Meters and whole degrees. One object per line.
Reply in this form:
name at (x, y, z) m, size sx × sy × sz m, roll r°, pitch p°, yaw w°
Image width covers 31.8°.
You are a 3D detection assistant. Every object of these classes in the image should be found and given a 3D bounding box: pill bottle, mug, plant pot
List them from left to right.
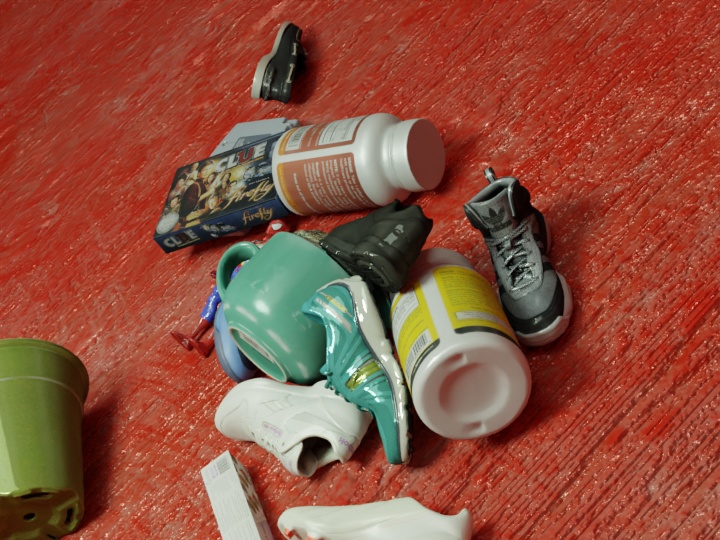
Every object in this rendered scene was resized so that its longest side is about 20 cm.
plant pot at (-0.397, 0.216, 1.469) m, size 0.199 × 0.200 × 0.191 m, roll -32°, pitch 50°, yaw 8°
mug at (-0.082, 0.050, 1.384) m, size 0.115 × 0.152 × 0.185 m, roll -48°, pitch 22°, yaw -19°
pill bottle at (-0.001, -0.130, 1.539) m, size 0.199 × 0.112 × 0.113 m, roll -4°, pitch 48°, yaw 37°
pill bottle at (0.091, 0.065, 1.245) m, size 0.114 × 0.115 × 0.200 m, roll -31°, pitch 29°, yaw 9°

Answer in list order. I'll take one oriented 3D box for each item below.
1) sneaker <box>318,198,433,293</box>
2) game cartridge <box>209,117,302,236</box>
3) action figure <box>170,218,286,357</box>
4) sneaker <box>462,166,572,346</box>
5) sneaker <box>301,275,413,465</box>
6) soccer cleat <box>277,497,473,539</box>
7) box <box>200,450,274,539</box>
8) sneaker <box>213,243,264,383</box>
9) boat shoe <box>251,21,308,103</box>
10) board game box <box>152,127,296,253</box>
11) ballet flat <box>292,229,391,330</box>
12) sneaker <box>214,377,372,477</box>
sneaker at (0.022, -0.029, 1.309) m, size 0.091 × 0.076 × 0.200 m, roll -50°, pitch 19°, yaw -10°
game cartridge at (-0.170, -0.126, 1.743) m, size 0.133 × 0.042 × 0.201 m, roll -5°, pitch 48°, yaw 42°
action figure at (-0.155, 0.013, 1.574) m, size 0.065 × 0.052 × 0.200 m, roll 11°, pitch 56°, yaw 50°
sneaker at (0.154, -0.019, 1.288) m, size 0.075 × 0.114 × 0.201 m, roll -25°, pitch 38°, yaw 17°
sneaker at (0.002, 0.105, 1.265) m, size 0.079 × 0.078 × 0.201 m, roll -22°, pitch 70°, yaw -2°
soccer cleat at (0.014, 0.243, 1.173) m, size 0.199 × 0.070 × 0.078 m, roll 4°, pitch 48°, yaw 34°
box at (-0.116, 0.263, 1.279) m, size 0.041 × 0.039 × 0.200 m, roll -37°, pitch 36°, yaw 3°
sneaker at (-0.111, 0.042, 1.483) m, size 0.082 × 0.074 × 0.201 m, roll -9°, pitch 46°, yaw 30°
boat shoe at (-0.108, -0.304, 1.857) m, size 0.060 × 0.074 × 0.200 m, roll 16°, pitch 32°, yaw 1°
board game box at (-0.171, -0.105, 1.663) m, size 0.199 × 0.035 × 0.136 m, roll -16°, pitch 42°, yaw 27°
ballet flat at (0.000, 0.000, 1.435) m, size 0.075 × 0.068 × 0.200 m, roll -19°, pitch 36°, yaw -37°
sneaker at (-0.081, 0.165, 1.322) m, size 0.199 × 0.075 × 0.100 m, roll -8°, pitch 45°, yaw 35°
